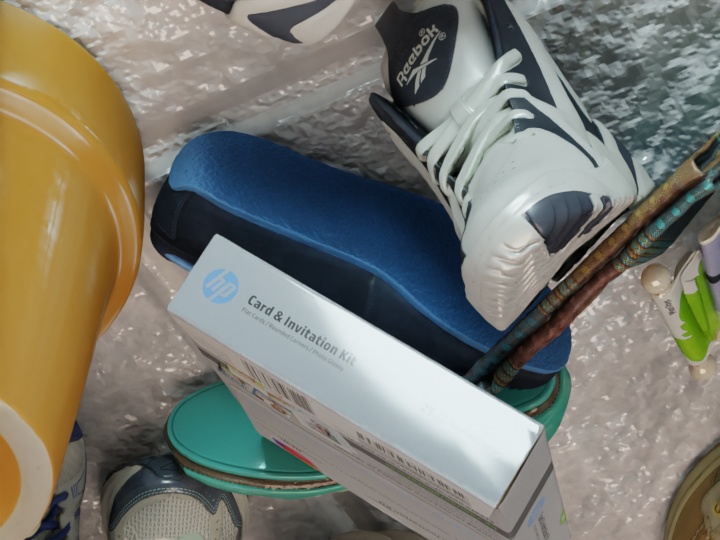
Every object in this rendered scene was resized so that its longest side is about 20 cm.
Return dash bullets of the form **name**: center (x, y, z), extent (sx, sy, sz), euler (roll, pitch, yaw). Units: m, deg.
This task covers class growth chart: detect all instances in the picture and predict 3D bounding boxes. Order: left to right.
- **growth chart**: center (0.207, -0.033, 0.986), extent (0.200, 0.018, 0.145), euler (-37, 152, 8)

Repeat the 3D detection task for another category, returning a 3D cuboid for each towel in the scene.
- **towel**: center (0.128, -0.024, 0.934), extent (0.022, 0.200, 0.147), euler (46, 123, 5)

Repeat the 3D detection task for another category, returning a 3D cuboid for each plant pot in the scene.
- **plant pot**: center (-0.187, 0.018, 0.924), extent (0.198, 0.184, 0.201), euler (-3, 135, -3)

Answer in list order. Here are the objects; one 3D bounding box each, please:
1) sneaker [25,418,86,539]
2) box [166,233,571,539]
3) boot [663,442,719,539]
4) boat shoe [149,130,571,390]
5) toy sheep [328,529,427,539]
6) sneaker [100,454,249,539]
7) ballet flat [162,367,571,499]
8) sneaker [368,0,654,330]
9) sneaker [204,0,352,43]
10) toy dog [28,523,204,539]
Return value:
- **sneaker**: center (-0.156, 0.142, 1.104), extent (0.075, 0.088, 0.201), euler (-21, 146, -27)
- **box**: center (0.011, 0.068, 0.953), extent (0.155, 0.041, 0.200), euler (30, 167, 17)
- **boot**: center (0.220, 0.150, 1.121), extent (0.072, 0.156, 0.201), euler (15, 131, -20)
- **boat shoe**: center (0.000, 0.000, 1.018), extent (0.199, 0.084, 0.069), euler (30, 134, -10)
- **toy sheep**: center (0.006, 0.197, 1.162), extent (0.199, 0.139, 0.138), euler (11, 135, -41)
- **sneaker**: center (-0.095, 0.177, 1.158), extent (0.077, 0.087, 0.201), euler (-1, 134, -7)
- **ballet flat**: center (0.006, 0.081, 1.095), extent (0.198, 0.068, 0.071), euler (-10, 149, 6)
- **sneaker**: center (0.045, -0.054, 0.891), extent (0.130, 0.199, 0.080), euler (45, 111, 5)
- **sneaker**: center (-0.036, -0.174, 0.818), extent (0.129, 0.080, 0.199), euler (11, 143, -28)
- **toy dog**: center (-0.192, 0.164, 1.015), extent (0.199, 0.140, 0.194), euler (22, 151, -13)
